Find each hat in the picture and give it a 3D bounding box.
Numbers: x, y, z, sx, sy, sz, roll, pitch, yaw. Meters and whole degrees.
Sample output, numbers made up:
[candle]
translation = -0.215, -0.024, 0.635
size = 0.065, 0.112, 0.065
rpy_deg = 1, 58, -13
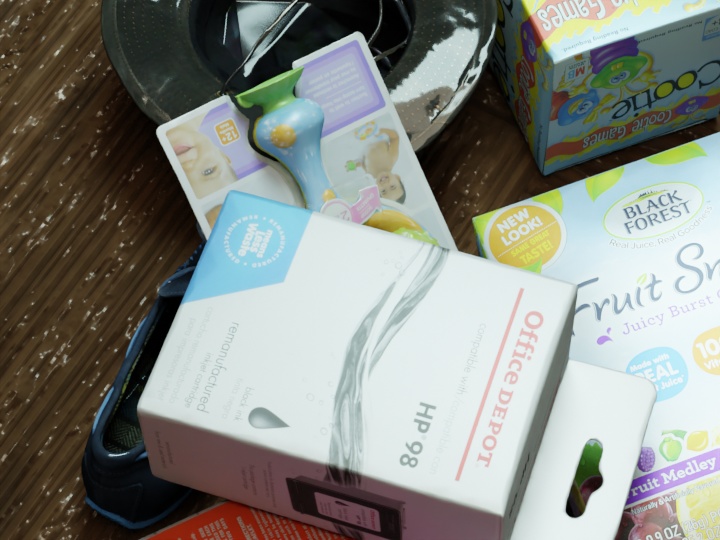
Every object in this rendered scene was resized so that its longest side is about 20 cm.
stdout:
[hat]
translation = -0.027, -0.115, 1.162
size = 0.199, 0.081, 0.202
rpy_deg = -2, 66, 5

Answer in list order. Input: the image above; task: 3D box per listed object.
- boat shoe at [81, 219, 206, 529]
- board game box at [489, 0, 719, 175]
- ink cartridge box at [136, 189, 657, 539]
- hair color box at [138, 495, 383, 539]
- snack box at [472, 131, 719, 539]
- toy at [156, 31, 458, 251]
[boat shoe]
translation = -0.063, 0.031, 1.089
size = 0.084, 0.069, 0.201
rpy_deg = 19, 61, 11
[board game box]
translation = 0.104, -0.170, 1.179
size = 0.104, 0.103, 0.201
rpy_deg = -18, 62, -9
[ink cartridge box]
translation = 0.020, 0.052, 0.964
size = 0.198, 0.067, 0.117
rpy_deg = 15, 60, 11
[hair color box]
translation = -0.045, 0.144, 1.009
size = 0.199, 0.102, 0.062
rpy_deg = -24, 63, -11
[snack box]
translation = 0.162, 0.043, 1.073
size = 0.167, 0.068, 0.201
rpy_deg = -20, 61, -2
[toy]
translation = 0.000, 0.000, 1.059
size = 0.115, 0.047, 0.201
rpy_deg = -27, 93, -21
